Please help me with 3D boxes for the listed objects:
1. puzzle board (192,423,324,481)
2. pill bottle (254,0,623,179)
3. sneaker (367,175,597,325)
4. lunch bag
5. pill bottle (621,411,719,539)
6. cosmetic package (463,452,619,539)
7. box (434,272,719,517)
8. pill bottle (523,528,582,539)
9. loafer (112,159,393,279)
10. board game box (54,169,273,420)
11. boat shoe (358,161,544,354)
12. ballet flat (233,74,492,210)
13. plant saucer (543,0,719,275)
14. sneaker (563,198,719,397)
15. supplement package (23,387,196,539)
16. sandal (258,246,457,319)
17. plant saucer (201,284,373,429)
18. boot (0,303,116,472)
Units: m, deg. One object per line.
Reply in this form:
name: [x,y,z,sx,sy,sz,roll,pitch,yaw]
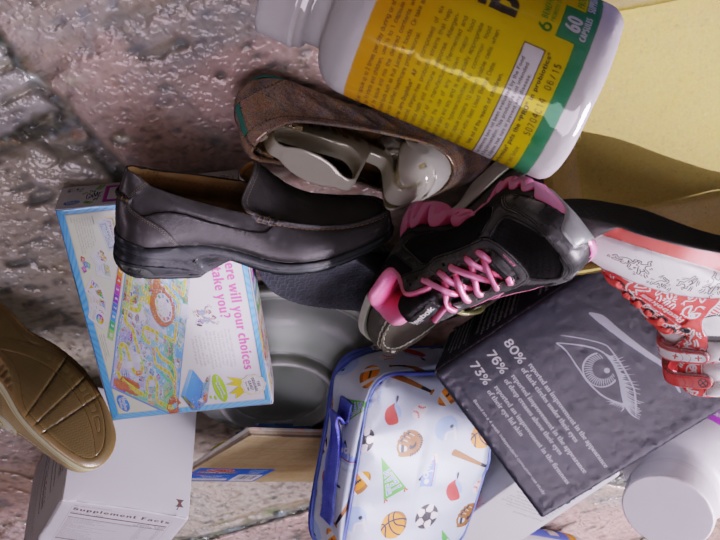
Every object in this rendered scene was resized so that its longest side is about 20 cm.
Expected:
puzzle board: [-0.052,0.170,1.090,0.199,0.017,0.151,7,153,-33]
pill bottle: [0.044,-0.142,0.700,0.199,0.113,0.113,24,135,0]
sneaker: [0.069,0.000,0.754,0.079,0.095,0.200,49,156,-14]
lunch bag: [0.033,0.156,1.016,0.160,0.076,0.201,-1,107,-32]
pill bottle: [0.281,0.139,0.986,0.104,0.200,0.105,15,126,21]
cosmetic package: [0.137,0.182,1.101,0.081,0.113,0.200,22,133,-27]
box: [0.181,0.068,0.914,0.200,0.104,0.148,-35,95,17]
pill bottle: [0.141,0.327,1.261,0.199,0.112,0.112,13,135,-19]
loafer: [-0.072,-0.040,0.818,0.199,0.073,0.073,-6,117,-16]
board game box: [-0.146,0.024,0.913,0.134,0.034,0.201,-5,123,1]
boat shoe: [0.079,-0.004,0.884,0.202,0.060,0.072,-46,143,17]
ballet flat: [0.005,-0.078,0.827,0.199,0.067,0.068,11,136,-18]
plant saucer: [0.216,-0.109,0.791,0.199,0.048,0.201,-10,115,5]
sneaker: [0.208,0.024,0.789,0.201,0.067,0.108,13,110,-9]
supplement package: [-0.231,0.202,1.066,0.113,0.110,0.200,13,144,-20]
sandal: [0.000,0.000,0.943,0.200,0.043,0.076,16,142,-35]
plant saucer: [-0.073,0.094,1.026,0.199,0.050,0.200,-3,138,-3]
boot: [-0.303,0.114,0.967,0.200,0.072,0.155,43,129,-1]
